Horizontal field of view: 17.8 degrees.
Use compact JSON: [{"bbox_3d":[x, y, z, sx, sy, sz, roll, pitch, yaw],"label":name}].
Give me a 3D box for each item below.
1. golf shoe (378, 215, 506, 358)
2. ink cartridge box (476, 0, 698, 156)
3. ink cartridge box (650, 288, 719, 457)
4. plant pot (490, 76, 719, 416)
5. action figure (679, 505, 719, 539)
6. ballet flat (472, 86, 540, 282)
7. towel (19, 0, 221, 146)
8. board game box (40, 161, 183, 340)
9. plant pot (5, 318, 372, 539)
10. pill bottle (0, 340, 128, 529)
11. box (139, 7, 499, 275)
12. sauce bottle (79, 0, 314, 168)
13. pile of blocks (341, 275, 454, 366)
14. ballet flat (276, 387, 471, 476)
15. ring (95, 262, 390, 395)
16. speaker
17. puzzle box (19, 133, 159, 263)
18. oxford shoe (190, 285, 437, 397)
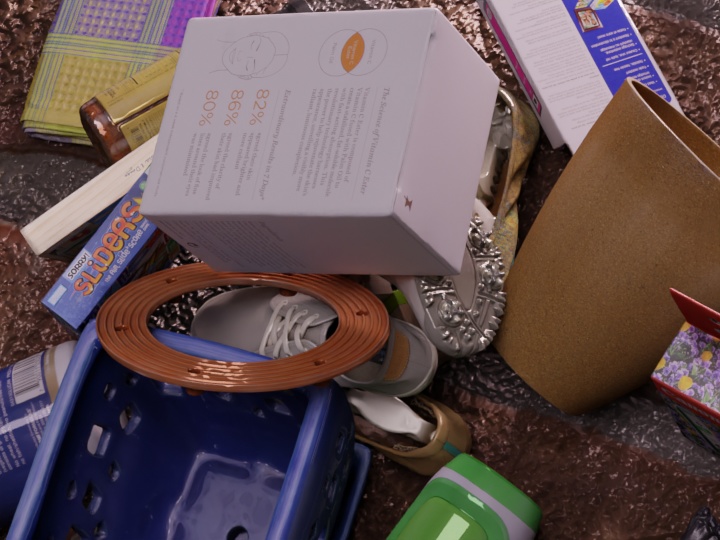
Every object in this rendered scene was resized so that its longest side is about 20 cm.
[{"bbox_3d":[0.040,-0.013,1.620,0.097,0.078,0.200,-46,46,41],"label":"golf shoe"},{"bbox_3d":[0.167,-0.155,1.721,0.095,0.037,0.200,-18,60,-12],"label":"ink cartridge box"},{"bbox_3d":[0.253,0.087,1.518,0.109,0.200,0.050,30,81,26],"label":"ink cartridge box"},{"bbox_3d":[0.189,0.001,1.603,0.200,0.186,0.186,-48,62,14],"label":"plant pot"},{"bbox_3d":[0.172,0.243,1.538,0.200,0.102,0.119,-36,74,-1],"label":"action figure"},{"bbox_3d":[0.083,-0.053,1.679,0.071,0.071,0.200,5,56,19],"label":"ballet flat"},{"bbox_3d":[-0.189,-0.188,1.869,0.143,0.023,0.200,8,71,21],"label":"towel"},{"bbox_3d":[-0.172,-0.008,1.694,0.034,0.200,0.135,37,82,3],"label":"board game box"},{"bbox_3d":[-0.108,0.168,1.611,0.200,0.180,0.200,13,73,21],"label":"plant pot"},{"bbox_3d":[-0.280,0.138,1.716,0.200,0.111,0.111,-23,64,8],"label":"pill bottle"},{"bbox_3d":[-0.027,-0.085,1.558,0.200,0.106,0.152,2,68,30],"label":"box"},{"bbox_3d":[-0.121,-0.148,1.793,0.200,0.066,0.066,-29,62,-12],"label":"sauce bottle"},{"bbox_3d":[0.000,0.000,1.693,0.200,0.062,0.082,46,52,0],"label":"pile of blocks"},{"bbox_3d":[-0.009,0.087,1.677,0.200,0.063,0.069,22,83,24],"label":"ballet flat"},{"bbox_3d":[-0.079,0.040,1.558,0.200,0.200,0.019,10,115,21],"label":"ring"},{"bbox_3d":[0.040,0.228,1.594,0.088,0.088,0.200,33,82,26],"label":"speaker"},{"bbox_3d":[-0.161,-0.073,1.754,0.200,0.133,0.025,-34,86,3],"label":"puzzle box"},{"bbox_3d":[-0.040,0.047,1.639,0.200,0.058,0.075,10,82,31],"label":"oxford shoe"}]
